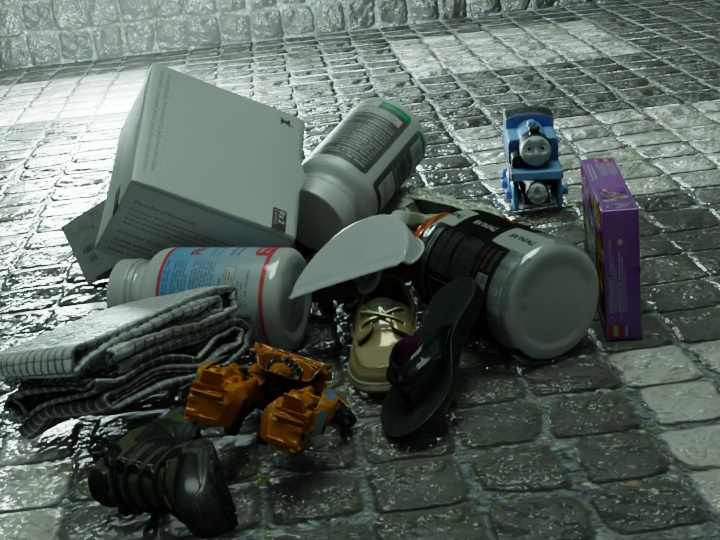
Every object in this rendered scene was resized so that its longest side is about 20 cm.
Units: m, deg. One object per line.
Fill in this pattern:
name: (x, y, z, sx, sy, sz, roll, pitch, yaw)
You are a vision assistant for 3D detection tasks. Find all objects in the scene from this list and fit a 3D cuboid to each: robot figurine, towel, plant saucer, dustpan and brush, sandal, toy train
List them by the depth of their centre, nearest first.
robot figurine: (-0.075, 0.106, 1.097, 0.145, 0.058, 0.200, 17, 7, 6)
sandal: (0.056, 0.073, 1.154, 0.075, 0.048, 0.201, -22, 31, 36)
towel: (-0.223, 0.085, 1.190, 0.165, 0.086, 0.200, -10, 10, 43)
dustpan and brush: (0.017, -0.026, 1.328, 0.139, 0.057, 0.200, -18, 30, 27)
plant saucer: (0.000, 0.000, 1.442, 0.200, 0.037, 0.200, -14, 8, 2)
toy train: (0.234, -0.155, 1.741, 0.087, 0.114, 0.200, -5, 19, 6)

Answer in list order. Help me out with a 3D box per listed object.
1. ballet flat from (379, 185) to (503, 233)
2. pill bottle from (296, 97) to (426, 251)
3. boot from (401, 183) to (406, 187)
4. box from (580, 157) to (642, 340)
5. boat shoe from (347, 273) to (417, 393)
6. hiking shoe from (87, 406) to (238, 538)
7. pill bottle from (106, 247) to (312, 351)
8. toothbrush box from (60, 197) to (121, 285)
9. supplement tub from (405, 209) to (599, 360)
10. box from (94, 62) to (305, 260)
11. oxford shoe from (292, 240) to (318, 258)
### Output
ballet flat: (0.086, -0.067, 1.590, 0.200, 0.072, 0.072, 7, 23, 36)
pill bottle: (-0.010, -0.120, 1.585, 0.113, 0.113, 0.200, 7, 41, 34)
boot: (-0.032, -0.140, 1.732, 0.200, 0.073, 0.156, 7, 42, -6)
box: (0.262, -0.028, 1.337, 0.039, 0.137, 0.200, -4, 19, 5)
boat shoe: (0.021, 0.058, 1.263, 0.074, 0.069, 0.200, -5, 19, 2)
hiking shoe: (-0.161, 0.173, 1.010, 0.101, 0.076, 0.200, -20, 13, -13)
pill bottle: (-0.160, 0.029, 1.341, 0.200, 0.109, 0.109, 1, 20, 18)
toothbrush box: (-0.250, -0.067, 1.606, 0.146, 0.085, 0.200, -23, 3, 45)
supplement tub: (0.137, 0.008, 1.294, 0.122, 0.123, 0.200, -16, 22, -26)
box: (-0.181, -0.101, 1.467, 0.200, 0.131, 0.199, 20, 46, -20)
oxford shoe: (-0.117, -0.036, 1.578, 0.200, 0.071, 0.074, -21, 29, -33)
